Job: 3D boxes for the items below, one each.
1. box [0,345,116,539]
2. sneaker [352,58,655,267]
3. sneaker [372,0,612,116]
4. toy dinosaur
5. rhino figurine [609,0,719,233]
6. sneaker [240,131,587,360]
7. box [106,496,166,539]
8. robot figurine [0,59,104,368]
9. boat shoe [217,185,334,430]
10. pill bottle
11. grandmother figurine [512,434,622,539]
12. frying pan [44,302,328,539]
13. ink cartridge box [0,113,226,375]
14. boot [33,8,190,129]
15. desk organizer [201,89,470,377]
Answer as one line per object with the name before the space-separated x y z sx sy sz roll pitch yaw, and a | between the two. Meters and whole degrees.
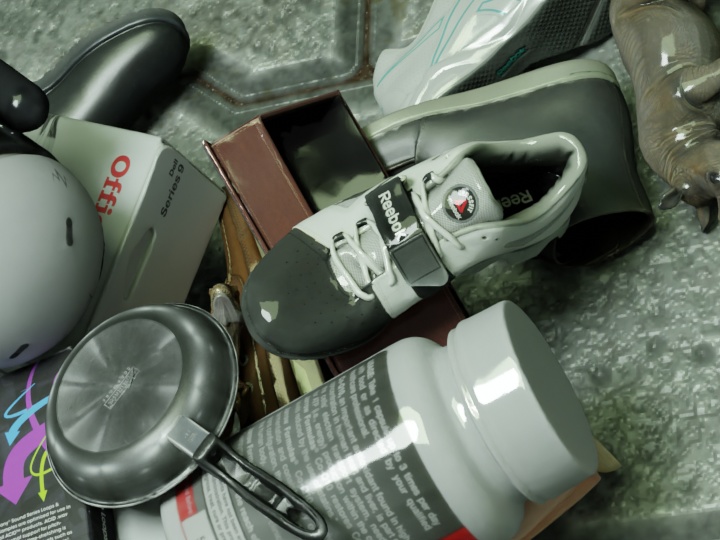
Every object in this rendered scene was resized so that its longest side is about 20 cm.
box | -0.193 0.152 1.116 0.142 0.036 0.201 -20 57 14
sneaker | 0.062 -0.039 1.223 0.199 0.075 0.107 -22 56 13
sneaker | 0.088 -0.153 1.277 0.200 0.070 0.080 -38 51 4
toy dinosaur | -0.093 0.107 1.206 0.201 0.060 0.106 -64 22 17
rhino figurine | 0.188 -0.098 1.201 0.087 0.060 0.201 -29 54 31
sneaker | 0.029 -0.024 1.106 0.199 0.089 0.074 -27 77 -20
box | -0.164 0.187 1.181 0.198 0.124 0.098 -4 62 25
robot figurine | -0.225 -0.030 1.163 0.199 0.151 0.125 32 57 34
boat shoe | -0.060 0.033 1.246 0.068 0.072 0.201 -26 55 10
pill bottle | 0.010 0.105 1.080 0.199 0.114 0.114 -30 54 14
grandmother figurine | 0.047 0.152 1.140 0.200 0.061 0.121 -44 33 2
frying pan | -0.100 0.088 1.066 0.115 0.031 0.191 -36 47 6
ink cartridge box | -0.197 -0.013 1.263 0.199 0.084 0.147 14 76 31
boot | -0.153 -0.046 1.338 0.164 0.066 0.201 -34 51 16
desk organizer | 0.000 0.000 1.181 0.077 0.072 0.201 -30 84 4
